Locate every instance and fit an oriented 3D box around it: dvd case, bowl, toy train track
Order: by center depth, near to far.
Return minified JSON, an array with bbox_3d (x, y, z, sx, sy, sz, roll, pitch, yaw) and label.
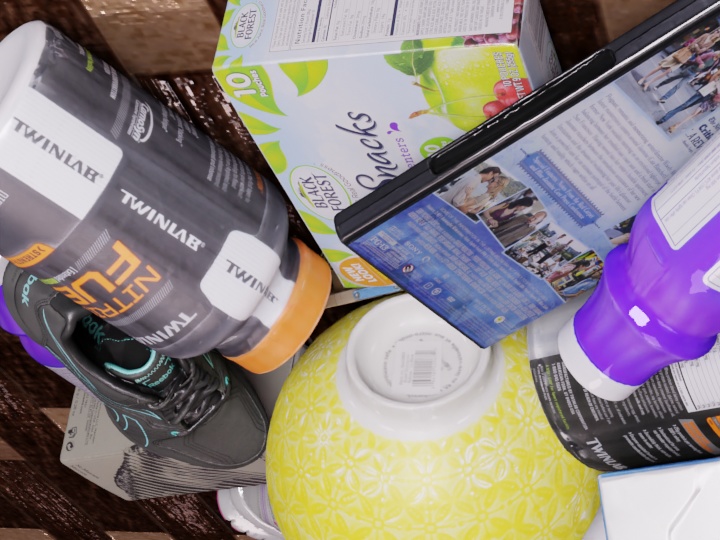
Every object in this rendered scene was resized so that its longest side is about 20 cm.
[{"bbox_3d":[0.104,-0.041,0.734,0.199,0.018,0.142,-31,143,18],"label":"dvd case"},{"bbox_3d":[0.037,0.077,0.895,0.198,0.201,0.108,2,140,12],"label":"bowl"},{"bbox_3d":[0.000,0.000,0.905,0.198,0.033,0.115,-13,-175,22],"label":"toy train track"}]

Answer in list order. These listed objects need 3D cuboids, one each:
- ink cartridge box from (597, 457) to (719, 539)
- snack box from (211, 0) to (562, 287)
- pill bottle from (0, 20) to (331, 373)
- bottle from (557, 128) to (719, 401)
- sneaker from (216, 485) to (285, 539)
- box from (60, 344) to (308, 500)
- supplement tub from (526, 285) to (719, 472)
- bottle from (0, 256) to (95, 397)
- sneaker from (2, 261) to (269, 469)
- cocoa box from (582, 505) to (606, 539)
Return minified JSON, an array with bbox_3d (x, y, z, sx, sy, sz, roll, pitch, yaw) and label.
[{"bbox_3d":[0.189,0.162,0.863,0.067,0.117,0.200,-12,169,21],"label":"ink cartridge box"},{"bbox_3d":[0.030,-0.062,0.774,0.141,0.053,0.200,-1,150,19],"label":"snack box"},{"bbox_3d":[-0.108,-0.026,0.800,0.199,0.107,0.106,34,143,-27],"label":"pill bottle"},{"bbox_3d":[0.166,-0.016,0.721,0.083,0.066,0.200,3,141,-40],"label":"bottle"},{"bbox_3d":[-0.005,0.184,1.200,0.199,0.082,0.088,24,147,-17],"label":"sneaker"},{"bbox_3d":[-0.105,0.106,1.104,0.199,0.069,0.082,-12,146,34],"label":"box"},{"bbox_3d":[0.196,0.031,0.825,0.199,0.124,0.122,-15,144,36],"label":"supplement tub"},{"bbox_3d":[-0.160,0.031,0.969,0.083,0.066,0.200,-12,145,31],"label":"bottle"},{"bbox_3d":[-0.117,0.061,0.898,0.200,0.076,0.079,41,175,-36],"label":"sneaker"},{"bbox_3d":[0.113,0.199,0.975,0.132,0.202,0.132,4,149,7],"label":"cocoa box"}]
